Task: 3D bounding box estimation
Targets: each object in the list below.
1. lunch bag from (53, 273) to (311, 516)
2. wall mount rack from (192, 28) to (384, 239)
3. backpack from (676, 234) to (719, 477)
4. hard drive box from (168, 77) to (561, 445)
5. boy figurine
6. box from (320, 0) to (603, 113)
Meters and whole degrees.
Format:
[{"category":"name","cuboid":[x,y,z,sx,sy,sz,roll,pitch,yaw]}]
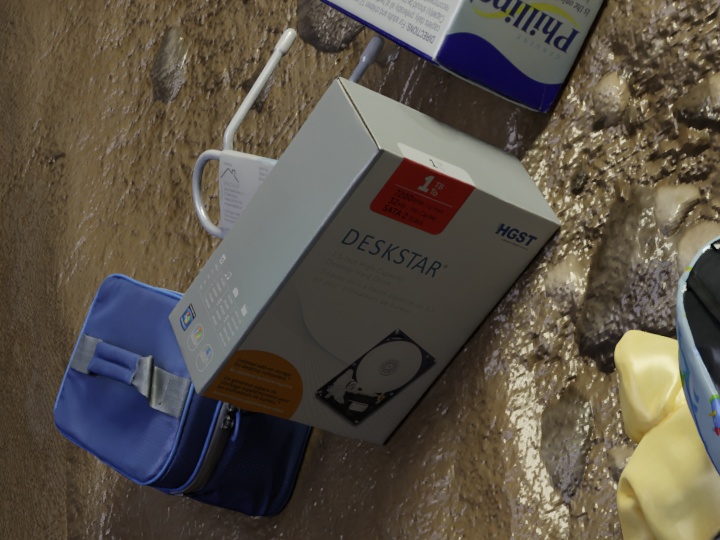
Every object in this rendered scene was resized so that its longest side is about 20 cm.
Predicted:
[{"category":"lunch bag","cuboid":[-0.128,0.088,1.168,0.199,0.131,0.137,14,86,54]},{"category":"wall mount rack","cuboid":[-0.045,-0.078,1.153,0.199,0.074,0.176,16,110,54]},{"category":"backpack","cuboid":[0.217,0.062,0.713,0.162,0.154,0.201,-31,71,-2]},{"category":"hard drive box","cuboid":[0.000,0.000,1.023,0.201,0.155,0.077,-53,40,23]},{"category":"boy figurine","cuboid":[0.176,0.114,0.822,0.125,0.064,0.201,-52,40,24]},{"category":"box","cuboid":[0.080,-0.233,1.065,0.184,0.104,0.202,38,105,52]}]
